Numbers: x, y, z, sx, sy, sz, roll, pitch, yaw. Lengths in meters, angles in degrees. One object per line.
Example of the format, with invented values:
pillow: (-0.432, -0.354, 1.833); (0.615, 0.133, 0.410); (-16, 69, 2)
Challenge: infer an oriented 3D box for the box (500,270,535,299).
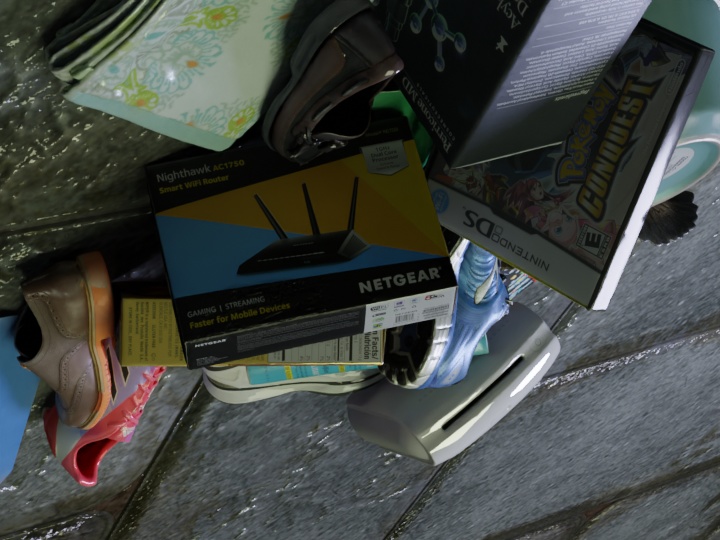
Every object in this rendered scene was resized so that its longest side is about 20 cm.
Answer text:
box: (0.095, -0.004, 1.765); (0.137, 0.040, 0.200); (-38, 155, 11)

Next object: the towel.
towel: (-0.090, -0.159, 1.235); (0.171, 0.048, 0.200); (-40, 155, 20)

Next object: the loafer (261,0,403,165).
loafer: (-0.018, -0.113, 1.288); (0.072, 0.063, 0.200); (-37, 169, -23)

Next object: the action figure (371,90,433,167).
action figure: (0.043, -0.108, 1.483); (0.118, 0.055, 0.200); (-25, 151, -21)

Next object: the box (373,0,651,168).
box: (0.100, -0.193, 1.272); (0.107, 0.149, 0.200); (-16, 151, -31)

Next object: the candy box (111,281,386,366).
candy box: (-0.089, 0.039, 1.458); (0.199, 0.057, 0.117); (1, -174, -12)

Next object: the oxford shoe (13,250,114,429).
oxford shoe: (-0.234, 0.059, 1.471); (0.073, 0.071, 0.200); (-12, 143, -18)

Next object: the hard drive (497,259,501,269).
hard drive: (0.000, 0.000, 1.554); (0.199, 0.038, 0.140); (14, 138, -17)

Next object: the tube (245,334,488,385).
tube: (0.003, 0.055, 1.560); (0.199, 0.051, 0.078); (-9, 138, 1)

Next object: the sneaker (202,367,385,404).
sneaker: (-0.043, 0.056, 1.640); (0.200, 0.076, 0.115); (-13, 153, -4)

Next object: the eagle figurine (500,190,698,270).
eagle figurine: (0.181, -0.084, 1.619); (0.199, 0.151, 0.152); (-20, 141, 0)

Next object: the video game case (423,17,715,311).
video game case: (0.139, -0.098, 1.362); (0.025, 0.181, 0.201); (3, 113, -51)

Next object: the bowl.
bowl: (0.205, -0.113, 1.455); (0.200, 0.105, 0.201); (-20, 160, -8)

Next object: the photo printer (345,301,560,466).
photo printer: (0.082, 0.096, 1.672); (0.166, 0.070, 0.200); (-41, -169, -11)

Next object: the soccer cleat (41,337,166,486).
soccer cleat: (-0.194, 0.096, 1.564); (0.067, 0.077, 0.200); (-1, 142, -49)

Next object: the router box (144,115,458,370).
router box: (-0.045, -0.021, 1.374); (0.199, 0.150, 0.051); (-12, 153, -9)

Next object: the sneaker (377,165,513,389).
sneaker: (0.075, -0.003, 1.484); (0.089, 0.078, 0.201); (15, 92, -47)

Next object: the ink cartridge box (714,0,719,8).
ink cartridge box: (0.247, -0.225, 1.486); (0.116, 0.067, 0.200); (-44, 153, 27)

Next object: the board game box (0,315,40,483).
board game box: (-0.321, 0.114, 1.475); (0.158, 0.039, 0.200); (-19, 135, -55)
